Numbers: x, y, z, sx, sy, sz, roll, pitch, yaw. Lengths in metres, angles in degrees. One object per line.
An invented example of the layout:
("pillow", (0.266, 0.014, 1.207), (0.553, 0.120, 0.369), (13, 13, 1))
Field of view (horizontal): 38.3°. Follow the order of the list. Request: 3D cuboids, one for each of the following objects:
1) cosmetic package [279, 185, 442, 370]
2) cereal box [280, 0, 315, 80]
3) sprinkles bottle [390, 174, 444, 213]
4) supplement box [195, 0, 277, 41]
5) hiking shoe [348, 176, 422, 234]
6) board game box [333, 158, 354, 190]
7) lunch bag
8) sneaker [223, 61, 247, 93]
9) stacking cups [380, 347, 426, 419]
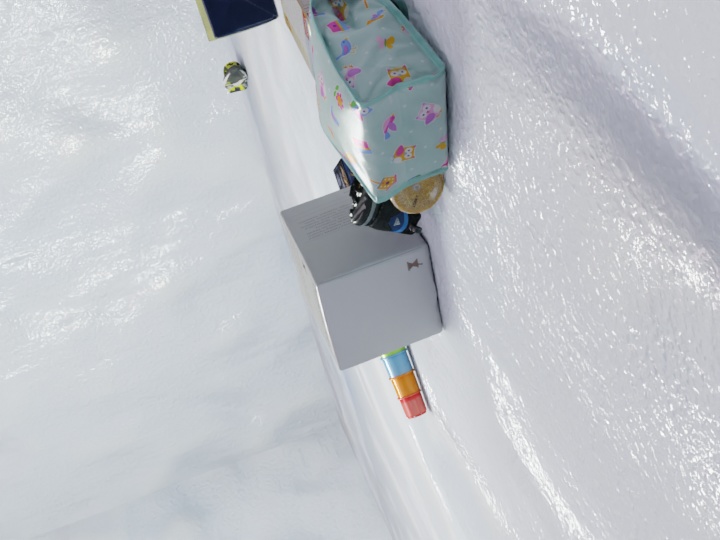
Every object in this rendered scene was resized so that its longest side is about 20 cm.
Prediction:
("cosmetic package", (0.000, 0.000, 1.507), (0.200, 0.166, 0.168), (-120, 14, -51))
("cereal box", (-0.085, -0.392, 1.618), (0.144, 0.039, 0.200), (80, 168, -51))
("sprinkles bottle", (0.036, -0.143, 1.261), (0.200, 0.068, 0.068), (-120, 13, -54))
("supplement box", (-0.271, -0.582, 2.106), (0.200, 0.134, 0.200), (-140, 32, -75))
("hiking shoe", (0.035, -0.101, 1.348), (0.200, 0.087, 0.075), (-84, 18, -58))
("board game box", (0.008, -0.087, 1.725), (0.135, 0.035, 0.200), (157, 94, -83))
("lunch bag", (0.009, -0.205, 1.122), (0.200, 0.122, 0.171), (59, 168, 34))
("sneaker", (-0.388, -0.594, 3.132), (0.200, 0.074, 0.085), (149, 102, -82))
("stacking cups", (0.069, 0.167, 1.867), (0.061, 0.060, 0.200), (145, 102, -82))
